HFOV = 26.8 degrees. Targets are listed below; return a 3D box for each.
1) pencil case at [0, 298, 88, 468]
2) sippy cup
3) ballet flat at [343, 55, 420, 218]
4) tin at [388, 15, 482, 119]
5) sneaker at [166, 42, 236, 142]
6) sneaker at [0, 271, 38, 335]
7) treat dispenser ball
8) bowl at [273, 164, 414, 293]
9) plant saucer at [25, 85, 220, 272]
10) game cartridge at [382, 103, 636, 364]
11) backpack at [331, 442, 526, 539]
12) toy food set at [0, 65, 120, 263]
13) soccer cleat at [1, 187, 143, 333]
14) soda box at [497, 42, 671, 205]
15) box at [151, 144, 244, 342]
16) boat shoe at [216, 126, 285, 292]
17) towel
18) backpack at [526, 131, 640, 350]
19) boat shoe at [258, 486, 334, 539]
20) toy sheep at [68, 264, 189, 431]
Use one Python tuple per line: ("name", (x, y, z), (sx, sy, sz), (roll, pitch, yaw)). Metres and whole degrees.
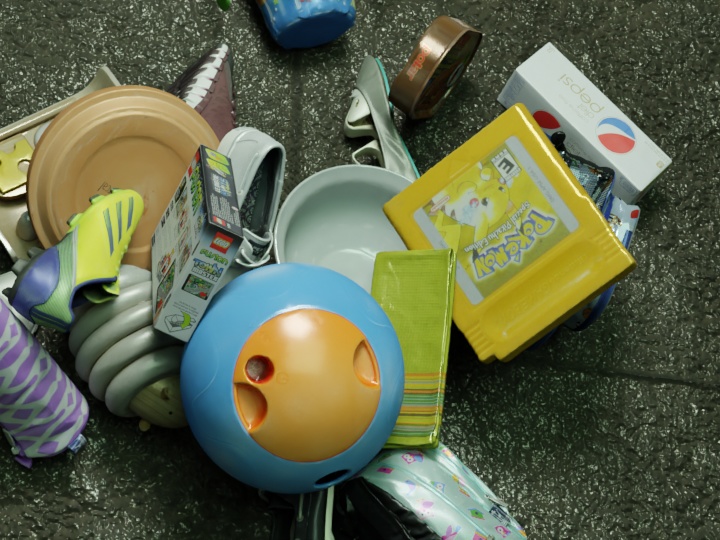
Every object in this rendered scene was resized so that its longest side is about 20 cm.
("pencil case", (-0.319, 0.087, 1.331), (0.085, 0.201, 0.084), (-44, 43, -16))
("sippy cup", (-0.065, -0.322, 1.669), (0.176, 0.140, 0.132), (-19, 78, 15))
("ballet flat", (0.015, -0.145, 1.633), (0.063, 0.068, 0.202), (-13, 66, -12))
("tin", (0.082, -0.220, 1.629), (0.042, 0.200, 0.112), (38, 102, 6))
("sneaker", (-0.151, -0.148, 1.580), (0.116, 0.075, 0.201), (46, 34, -20))
("sneaker", (-0.362, 0.062, 1.381), (0.076, 0.092, 0.200), (39, 58, 6))
("treat dispenser ball", (-0.060, 0.094, 1.332), (0.199, 0.201, 0.203), (8, 61, -14))
("bowl", (0.000, 0.000, 1.534), (0.199, 0.091, 0.203), (7, 62, -14))
("plant saucer", (-0.222, -0.077, 1.461), (0.198, 0.032, 0.202), (-6, 108, -20))
("game cartridge", (0.141, -0.033, 1.460), (0.176, 0.032, 0.201), (-37, 67, 10))
("backpack", (0.068, 0.256, 1.396), (0.200, 0.167, 0.126), (44, 42, 15))
("toy food set", (-0.301, -0.110, 1.512), (0.199, 0.060, 0.144), (-30, 76, -29))
("soccer cleat", (-0.243, -0.007, 1.365), (0.083, 0.065, 0.200), (34, 36, 3))
("soda box", (0.254, -0.160, 1.719), (0.200, 0.064, 0.068), (46, 59, 8))
("box", (-0.150, -0.029, 1.365), (0.034, 0.111, 0.200), (25, 19, -18))
("boat shoe", (-0.114, -0.036, 1.472), (0.072, 0.068, 0.202), (12, 97, -45))
("towel", (0.041, 0.071, 1.425), (0.085, 0.018, 0.202), (-1, 64, 18))
("backpack", (0.189, -0.013, 1.557), (0.153, 0.200, 0.192), (29, 74, 4))
("boat shoe", (-0.062, 0.213, 1.412), (0.062, 0.073, 0.202), (5, 66, -19))
("toy sheep", (-0.209, 0.061, 1.414), (0.137, 0.138, 0.201), (-23, 65, -27))
